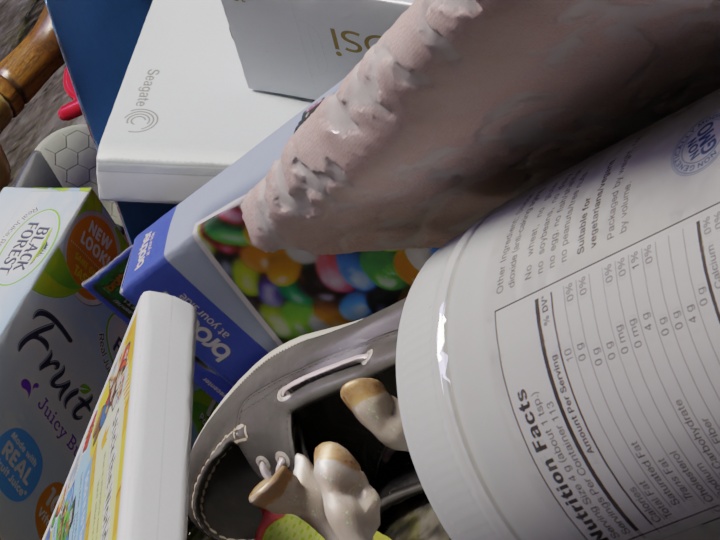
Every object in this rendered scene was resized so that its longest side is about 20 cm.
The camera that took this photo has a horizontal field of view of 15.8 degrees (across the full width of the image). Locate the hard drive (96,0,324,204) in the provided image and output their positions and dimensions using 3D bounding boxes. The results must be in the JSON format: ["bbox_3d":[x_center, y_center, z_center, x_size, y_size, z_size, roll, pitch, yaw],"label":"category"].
[{"bbox_3d":[0.007,-0.069,1.019,0.199,0.027,0.132,2,37,8],"label":"hard drive"}]

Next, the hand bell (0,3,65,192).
[{"bbox_3d":[-0.147,-0.079,1.100,0.200,0.104,0.104,-50,20,-22],"label":"hand bell"}]

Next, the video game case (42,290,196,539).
[{"bbox_3d":[-0.091,0.129,0.797,0.200,0.023,0.183,-94,25,-62],"label":"video game case"}]

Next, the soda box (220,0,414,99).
[{"bbox_3d":[0.052,-0.096,0.960,0.199,0.064,0.068,11,54,23],"label":"soda box"}]

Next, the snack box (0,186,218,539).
[{"bbox_3d":[-0.137,0.086,1.032,0.053,0.142,0.200,2,49,32],"label":"snack box"}]

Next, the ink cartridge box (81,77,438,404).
[{"bbox_3d":[0.000,0.000,0.955,0.200,0.119,0.042,-34,27,31],"label":"ink cartridge box"}]

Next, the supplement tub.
[{"bbox_3d":[0.121,0.011,0.686,0.200,0.132,0.132,-29,28,42],"label":"supplement tub"}]

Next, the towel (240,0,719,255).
[{"bbox_3d":[0.083,-0.050,0.740,0.200,0.190,0.032,135,128,-60],"label":"towel"}]

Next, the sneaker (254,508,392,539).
[{"bbox_3d":[-0.062,0.140,0.872,0.200,0.090,0.078,-42,23,18],"label":"sneaker"}]

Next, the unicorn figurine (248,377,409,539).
[{"bbox_3d":[0.031,0.098,0.746,0.200,0.137,0.074,-43,6,-32],"label":"unicorn figurine"}]

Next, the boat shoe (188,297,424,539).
[{"bbox_3d":[0.007,0.052,0.926,0.200,0.067,0.057,-33,21,26],"label":"boat shoe"}]

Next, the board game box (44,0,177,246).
[{"bbox_3d":[-0.087,-0.049,1.088,0.039,0.201,0.158,-22,-5,24],"label":"board game box"}]

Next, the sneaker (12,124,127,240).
[{"bbox_3d":[-0.155,0.051,1.168,0.203,0.077,0.146,-59,-10,-24],"label":"sneaker"}]
